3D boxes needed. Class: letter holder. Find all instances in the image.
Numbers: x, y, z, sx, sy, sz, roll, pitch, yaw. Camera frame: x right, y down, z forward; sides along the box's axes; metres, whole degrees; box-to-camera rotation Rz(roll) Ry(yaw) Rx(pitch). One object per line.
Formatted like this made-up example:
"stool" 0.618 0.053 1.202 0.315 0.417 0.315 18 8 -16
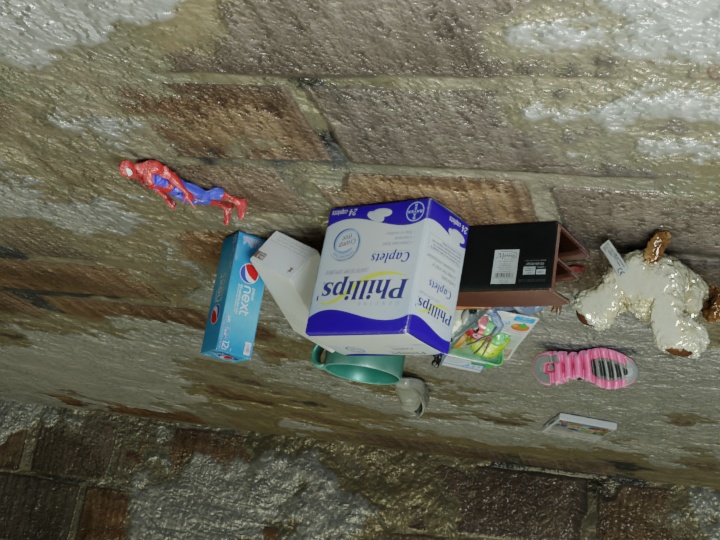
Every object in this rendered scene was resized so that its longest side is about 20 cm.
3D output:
"letter holder" 0.219 0.004 1.649 0.199 0.101 0.142 -2 161 33

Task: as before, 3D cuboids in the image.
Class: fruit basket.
"fruit basket" 0.197 0.108 1.979 0.184 0.094 0.200 13 160 -5

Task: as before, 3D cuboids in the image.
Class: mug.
"mug" -0.003 0.143 2.182 0.184 0.115 0.152 10 163 3

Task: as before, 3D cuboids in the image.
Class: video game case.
"video game case" 0.544 0.392 2.817 0.142 0.018 0.200 11 163 0

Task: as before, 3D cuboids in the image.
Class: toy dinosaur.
"toy dinosaur" 0.213 0.029 1.733 0.180 0.105 0.201 5 134 -22

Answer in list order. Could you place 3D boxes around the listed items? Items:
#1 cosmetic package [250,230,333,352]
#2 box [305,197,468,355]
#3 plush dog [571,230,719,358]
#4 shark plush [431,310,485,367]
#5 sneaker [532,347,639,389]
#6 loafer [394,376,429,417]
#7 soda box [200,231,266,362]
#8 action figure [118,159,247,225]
"cosmetic package" -0.089 0.036 1.828 0.101 0.074 0.200 26 154 36
"box" 0.038 0.013 1.606 0.183 0.201 0.105 -4 157 38
"plush dog" 0.421 0.025 1.593 0.199 0.161 0.171 18 -173 31
"shark plush" 0.173 0.096 1.871 0.083 0.201 0.091 1 -149 -33
"sneaker" 0.435 0.181 2.159 0.199 0.080 0.095 3 -177 24
"loafer" 0.122 0.298 2.668 0.070 0.070 0.200 3 161 21
"soda box" -0.201 0.044 1.836 0.064 0.201 0.068 19 161 -27
"action figure" -0.261 -0.116 1.634 0.199 0.052 0.065 25 161 -34
